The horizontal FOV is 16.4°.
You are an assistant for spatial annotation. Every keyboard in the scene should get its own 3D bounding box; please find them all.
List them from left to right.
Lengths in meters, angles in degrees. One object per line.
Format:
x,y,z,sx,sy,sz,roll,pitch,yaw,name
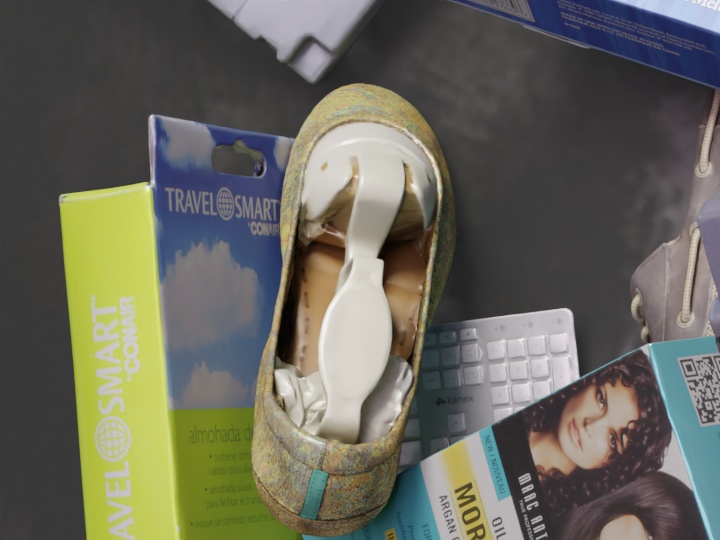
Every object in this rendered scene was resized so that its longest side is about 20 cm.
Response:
-0.007,0.054,0.985,0.200,0.011,0.056,-8,80,25,keyboard

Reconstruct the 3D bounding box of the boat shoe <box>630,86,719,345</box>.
0.140,0.013,0.896,0.073,0.074,0.200,14,88,44,boat shoe

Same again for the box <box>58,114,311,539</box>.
-0.058,0.048,0.939,0.048,0.122,0.200,-7,85,26,box

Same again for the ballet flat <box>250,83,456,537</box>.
0.000,0.000,0.921,0.071,0.071,0.200,-8,54,25,ballet flat

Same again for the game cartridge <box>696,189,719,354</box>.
0.184,0.062,0.759,0.129,0.038,0.200,-10,109,28,game cartridge

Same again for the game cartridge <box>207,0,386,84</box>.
-0.052,-0.187,0.992,0.200,0.042,0.133,41,102,4,game cartridge

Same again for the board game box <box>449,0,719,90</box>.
0.153,-0.157,0.881,0.200,0.043,0.199,21,69,26,board game box

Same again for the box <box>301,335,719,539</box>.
0.064,0.095,0.881,0.200,0.049,0.082,-33,68,46,box
